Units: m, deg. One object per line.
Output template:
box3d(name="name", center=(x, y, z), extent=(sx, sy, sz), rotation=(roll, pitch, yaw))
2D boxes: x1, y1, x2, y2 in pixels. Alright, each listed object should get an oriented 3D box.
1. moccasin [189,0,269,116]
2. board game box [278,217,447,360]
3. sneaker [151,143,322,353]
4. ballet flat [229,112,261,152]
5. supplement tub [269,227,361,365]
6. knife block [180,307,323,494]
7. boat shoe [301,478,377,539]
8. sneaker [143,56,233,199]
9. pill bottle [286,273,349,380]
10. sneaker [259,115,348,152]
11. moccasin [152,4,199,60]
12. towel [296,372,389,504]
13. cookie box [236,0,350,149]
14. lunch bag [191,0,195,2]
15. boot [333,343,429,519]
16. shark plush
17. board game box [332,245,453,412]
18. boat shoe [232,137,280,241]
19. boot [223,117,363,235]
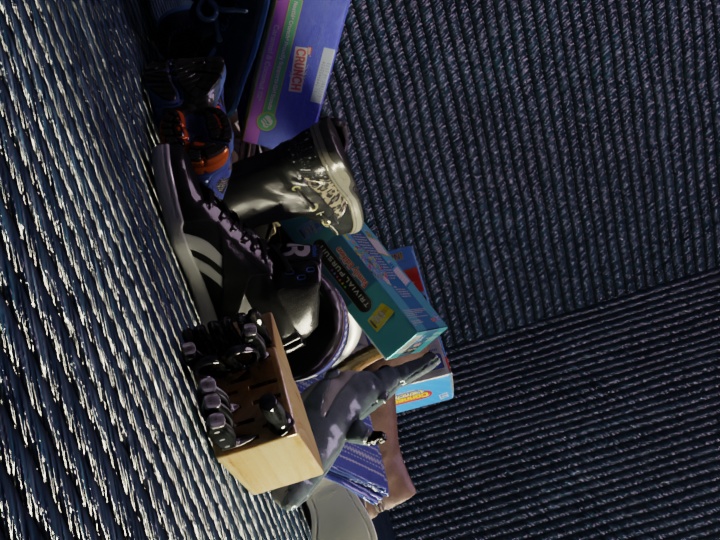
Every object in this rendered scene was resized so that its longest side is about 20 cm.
box3d(name="moccasin", center=(-0.127, -0.227, 1.329), extent=(0.081, 0.068, 0.201), rotation=(-94, -160, -53))
box3d(name="board game box", center=(0.000, 0.000, 1.523), extent=(0.200, 0.047, 0.151), rotation=(51, 11, 10))
box3d(name="sneaker", center=(-0.091, -0.023, 1.160), extent=(0.073, 0.111, 0.201), rotation=(-107, -179, -64))
box3d(name="ballet flat", center=(-0.151, -0.180, 1.711), extent=(0.069, 0.071, 0.201), rotation=(-65, 139, -81))
box3d(name="supplement tub", center=(-0.068, 0.017, 1.633), extent=(0.200, 0.122, 0.123), rotation=(-104, 178, -60))
box3d(name="knife block", center=(-0.077, 0.116, 1.056), extent=(0.176, 0.064, 0.201), rotation=(-104, 178, -65))
box3d(name="boat shoe", center=(-0.029, 0.254, 1.522), extent=(0.060, 0.074, 0.201), rotation=(36, 30, -81))
box3d(name="sneaker", center=(-0.149, -0.123, 1.245), extent=(0.200, 0.075, 0.079), rotation=(-100, -171, -52))
box3d(name="pill bottle", center=(-0.067, 0.051, 1.383), extent=(0.200, 0.111, 0.113), rotation=(59, 15, -86))
box3d(name="sneaker", center=(-0.063, -0.146, 1.615), extent=(0.200, 0.099, 0.070), rotation=(-115, -175, -61))
box3d(name="moccasin", center=(-0.156, -0.196, 1.461), extent=(0.200, 0.080, 0.069), rotation=(70, 8, -68))
box3d(name="towel", center=(-0.046, 0.149, 1.462), extent=(0.144, 0.024, 0.200), rotation=(28, 21, -22))
box3d(name="cookie box", center=(-0.075, -0.235, 1.458), extent=(0.200, 0.075, 0.172), rotation=(-107, -149, -63))
box3d(name="lunch bag", center=(-0.169, -0.346, 1.461), extent=(0.200, 0.135, 0.133), rotation=(-106, 179, -70))
box3d(name="boot", center=(0.022, 0.176, 1.611), extent=(0.167, 0.199, 0.072), rotation=(60, -6, -3))
box3d(name="shark plush", center=(-0.010, 0.140, 1.299), extent=(0.083, 0.199, 0.091), rotation=(41, -39, 35))
box3d(name="board game box", center=(-0.008, 0.083, 1.719), extent=(0.056, 0.199, 0.197), rotation=(79, -3, -52))
box3d(name="boat shoe", center=(-0.119, -0.068, 1.518), extent=(0.075, 0.073, 0.201), rotation=(72, 2, -59))
box3d(name="boot", center=(-0.080, -0.067, 1.360), extent=(0.204, 0.153, 0.074), rotation=(73, -4, -72))
